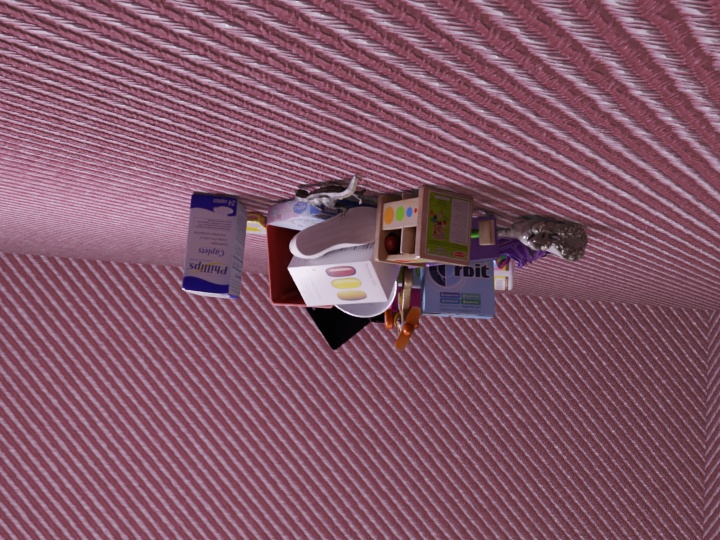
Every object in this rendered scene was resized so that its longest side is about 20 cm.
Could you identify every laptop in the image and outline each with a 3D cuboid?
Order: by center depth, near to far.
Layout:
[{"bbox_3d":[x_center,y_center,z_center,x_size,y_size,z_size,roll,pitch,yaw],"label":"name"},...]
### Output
[{"bbox_3d":[-0.011,0.111,1.938,0.196,0.105,0.178,6,-147,-40],"label":"laptop"}]

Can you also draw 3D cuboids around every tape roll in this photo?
[{"bbox_3d":[0.192,-0.058,1.593,0.194,0.088,0.200,-7,180,0],"label":"tape roll"}]

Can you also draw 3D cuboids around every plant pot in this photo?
[{"bbox_3d":[-0.098,-0.027,1.863,0.196,0.206,0.174,1,-173,35],"label":"plant pot"}]

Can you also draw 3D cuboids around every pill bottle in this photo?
[{"bbox_3d":[0.331,-0.006,2.113,0.194,0.113,0.109,3,175,11],"label":"pill bottle"}]

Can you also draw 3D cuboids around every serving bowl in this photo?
[{"bbox_3d":[0.000,0.000,1.685,0.195,0.205,0.066,2,-152,25],"label":"serving bowl"}]

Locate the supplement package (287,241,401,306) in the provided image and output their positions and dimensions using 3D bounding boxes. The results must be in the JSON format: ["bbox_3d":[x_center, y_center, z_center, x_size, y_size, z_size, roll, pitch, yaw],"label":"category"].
[{"bbox_3d":[-0.031,-0.008,1.573,0.195,0.111,0.115,-5,130,28],"label":"supplement package"}]

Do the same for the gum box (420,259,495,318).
[{"bbox_3d":[0.219,0.002,1.718,0.165,0.206,0.045,3,167,-10],"label":"gum box"}]

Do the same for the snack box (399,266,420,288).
[{"bbox_3d":[0.132,-0.033,1.779,0.196,0.147,0.052,9,171,-37],"label":"snack box"}]

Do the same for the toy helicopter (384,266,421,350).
[{"bbox_3d":[0.099,0.084,1.687,0.076,0.204,0.134,0,-143,-2],"label":"toy helicopter"}]

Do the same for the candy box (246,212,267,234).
[{"bbox_3d":[-0.277,-0.115,1.870,0.099,0.027,0.200,6,175,4],"label":"candy box"}]

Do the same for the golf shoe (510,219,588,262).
[{"bbox_3d":[0.405,-0.075,1.624,0.196,0.080,0.097,15,-173,-36],"label":"golf shoe"}]

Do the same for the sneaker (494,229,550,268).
[{"bbox_3d":[0.396,-0.046,1.764,0.194,0.086,0.081,3,175,5],"label":"sneaker"}]

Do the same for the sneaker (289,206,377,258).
[{"bbox_3d":[-0.047,-0.074,1.495,0.195,0.076,0.115,-14,-178,-16],"label":"sneaker"}]

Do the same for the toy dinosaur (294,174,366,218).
[{"bbox_3d":[-0.043,-0.135,1.380,0.087,0.049,0.197,17,165,-38],"label":"toy dinosaur"}]

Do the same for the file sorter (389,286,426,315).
[{"bbox_3d":[0.098,0.000,1.872,0.136,0.206,0.124,8,177,-37],"label":"file sorter"}]

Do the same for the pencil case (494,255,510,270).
[{"bbox_3d":[0.283,-0.041,1.925,0.197,0.091,0.087,-2,172,43],"label":"pencil case"}]

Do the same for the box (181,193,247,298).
[{"bbox_3d":[-0.313,-0.048,1.648,0.102,0.206,0.184,5,175,-1],"label":"box"}]

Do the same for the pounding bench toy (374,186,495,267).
[{"bbox_3d":[0.141,-0.072,1.442,0.196,0.128,0.154,7,174,-35],"label":"pounding bench toy"}]

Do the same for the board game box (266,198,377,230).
[{"bbox_3d":[-0.065,-0.114,1.605,0.196,0.045,0.196,8,170,-39],"label":"board game box"}]
